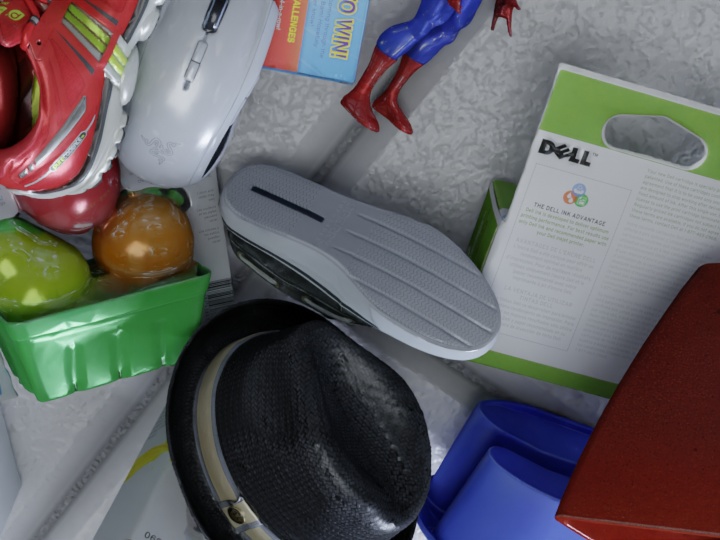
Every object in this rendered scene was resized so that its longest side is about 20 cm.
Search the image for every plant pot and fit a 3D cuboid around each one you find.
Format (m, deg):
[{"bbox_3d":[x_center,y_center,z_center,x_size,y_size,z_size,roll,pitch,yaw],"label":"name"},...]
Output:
[{"bbox_3d":[0.262,0.100,0.698,0.200,0.177,0.200,-5,149,46],"label":"plant pot"}]

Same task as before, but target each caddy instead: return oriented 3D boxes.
[{"bbox_3d":[0.135,0.175,0.838,0.200,0.141,0.105,20,109,-8],"label":"caddy"}]

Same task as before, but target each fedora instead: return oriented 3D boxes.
[{"bbox_3d":[-0.019,0.101,0.754,0.201,0.201,0.092,41,140,-17],"label":"fedora"}]

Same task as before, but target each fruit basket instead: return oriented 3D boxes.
[{"bbox_3d":[-0.173,-0.030,0.757,0.185,0.094,0.201,-16,106,-28],"label":"fruit basket"}]

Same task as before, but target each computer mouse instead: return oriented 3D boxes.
[{"bbox_3d":[-0.083,-0.131,0.681,0.109,0.044,0.200,20,110,-10],"label":"computer mouse"}]

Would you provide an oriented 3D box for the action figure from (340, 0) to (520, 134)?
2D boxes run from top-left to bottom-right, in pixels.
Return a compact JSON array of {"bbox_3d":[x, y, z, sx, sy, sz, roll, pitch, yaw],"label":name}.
[{"bbox_3d":[0.063,-0.169,0.719,0.052,0.065,0.200,44,115,28],"label":"action figure"}]

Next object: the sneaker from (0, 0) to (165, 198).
[{"bbox_3d":[-0.157,-0.134,0.640,0.077,0.085,0.201,20,102,37],"label":"sneaker"}]

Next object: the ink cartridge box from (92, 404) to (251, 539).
[{"bbox_3d":[-0.084,0.171,0.797,0.145,0.200,0.083,36,143,-16],"label":"ink cartridge box"}]

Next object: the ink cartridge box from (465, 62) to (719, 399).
[{"bbox_3d":[0.155,-0.027,0.779,0.147,0.076,0.200,15,113,-6],"label":"ink cartridge box"}]

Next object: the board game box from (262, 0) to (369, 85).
[{"bbox_3d":[-0.081,-0.224,0.698,0.195,0.056,0.200,10,115,-4],"label":"board game box"}]

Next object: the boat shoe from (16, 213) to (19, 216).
[{"bbox_3d":[-0.234,-0.098,0.751,0.070,0.070,0.201,8,114,2],"label":"boat shoe"}]

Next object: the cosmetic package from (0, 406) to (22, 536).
[{"bbox_3d":[-0.313,0.094,0.836,0.113,0.081,0.201,-7,114,2],"label":"cosmetic package"}]

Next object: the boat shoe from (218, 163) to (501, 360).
[{"bbox_3d":[0.000,0.000,0.775,0.200,0.072,0.071,32,153,18],"label":"boat shoe"}]
